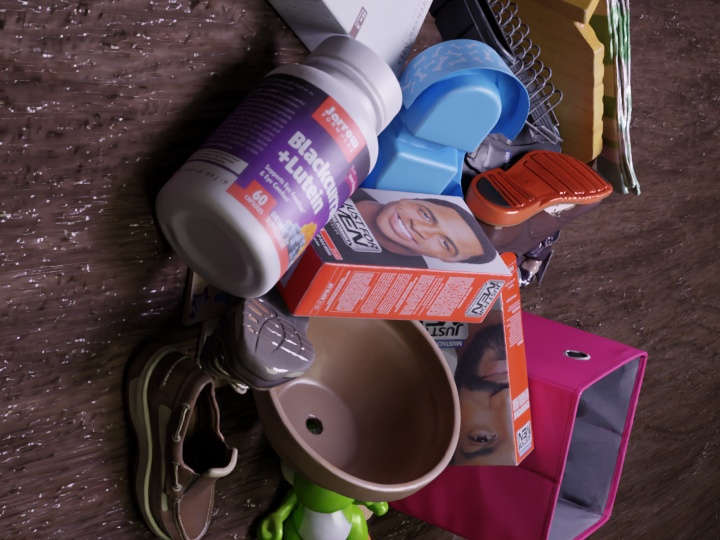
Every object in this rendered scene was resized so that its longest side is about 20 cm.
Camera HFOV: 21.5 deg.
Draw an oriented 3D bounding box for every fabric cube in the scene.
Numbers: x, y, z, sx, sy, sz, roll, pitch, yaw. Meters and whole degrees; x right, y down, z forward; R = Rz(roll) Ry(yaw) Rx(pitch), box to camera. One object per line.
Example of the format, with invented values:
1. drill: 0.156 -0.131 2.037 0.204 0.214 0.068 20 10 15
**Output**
1. fabric cube: 0.157 0.161 1.968 0.196 0.198 0.202 -18 123 -59

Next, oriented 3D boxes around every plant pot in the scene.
1. plant pot: -0.020 0.115 1.632 0.093 0.201 0.201 -41 -179 44

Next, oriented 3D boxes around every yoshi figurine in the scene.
1. yoshi figurine: -0.033 0.218 1.731 0.112 0.111 0.202 -42 139 -36

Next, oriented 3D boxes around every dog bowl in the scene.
1. dog bowl: 0.058 -0.114 1.602 0.111 0.050 0.200 13 133 -32

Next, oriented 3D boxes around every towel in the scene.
1. towel: 0.246 -0.180 1.861 0.153 0.023 0.202 -111 -165 -81

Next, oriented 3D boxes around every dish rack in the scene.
1. dish rack: 0.125 -0.201 1.702 0.054 0.154 0.199 -33 146 19

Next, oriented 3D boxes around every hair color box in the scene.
1. hair color box: 0.099 0.083 1.828 0.064 0.110 0.202 -29 113 -66
2. hair color box: 0.017 -0.014 1.559 0.198 0.102 0.061 3 132 -39

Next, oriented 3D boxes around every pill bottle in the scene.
1. pill bottle: -0.056 -0.085 1.448 0.200 0.111 0.112 -50 148 -28

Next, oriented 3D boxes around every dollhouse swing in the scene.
1. dollhouse swing: 0.212 -0.234 1.869 0.175 0.181 0.202 -36 139 -32

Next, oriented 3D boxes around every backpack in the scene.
1. backpack: 0.111 -0.095 1.790 0.199 0.153 0.165 -2 104 -41

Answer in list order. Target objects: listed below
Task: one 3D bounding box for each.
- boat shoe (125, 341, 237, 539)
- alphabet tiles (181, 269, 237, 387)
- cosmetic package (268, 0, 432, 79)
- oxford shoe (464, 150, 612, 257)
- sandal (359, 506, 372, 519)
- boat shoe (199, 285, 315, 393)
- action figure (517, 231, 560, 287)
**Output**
1. boat shoe: -0.136 0.151 1.504 0.075 0.074 0.204 -51 148 -37
2. alphabet tiles: -0.095 -0.001 1.566 0.167 0.007 0.202 -18 122 -60
3. cosmetic package: -0.013 -0.231 1.501 0.103 0.073 0.200 -67 154 -9
4. oxford shoe: 0.153 -0.057 1.719 0.199 0.071 0.073 -13 138 -45
5. sandal: 0.021 0.164 1.840 0.078 0.069 0.213 -46 145 -42
6. boat shoe: -0.082 0.063 1.475 0.073 0.074 0.200 -48 -175 10
7. action figure: 0.163 -0.032 2.010 0.200 0.069 0.132 -27 124 -61
